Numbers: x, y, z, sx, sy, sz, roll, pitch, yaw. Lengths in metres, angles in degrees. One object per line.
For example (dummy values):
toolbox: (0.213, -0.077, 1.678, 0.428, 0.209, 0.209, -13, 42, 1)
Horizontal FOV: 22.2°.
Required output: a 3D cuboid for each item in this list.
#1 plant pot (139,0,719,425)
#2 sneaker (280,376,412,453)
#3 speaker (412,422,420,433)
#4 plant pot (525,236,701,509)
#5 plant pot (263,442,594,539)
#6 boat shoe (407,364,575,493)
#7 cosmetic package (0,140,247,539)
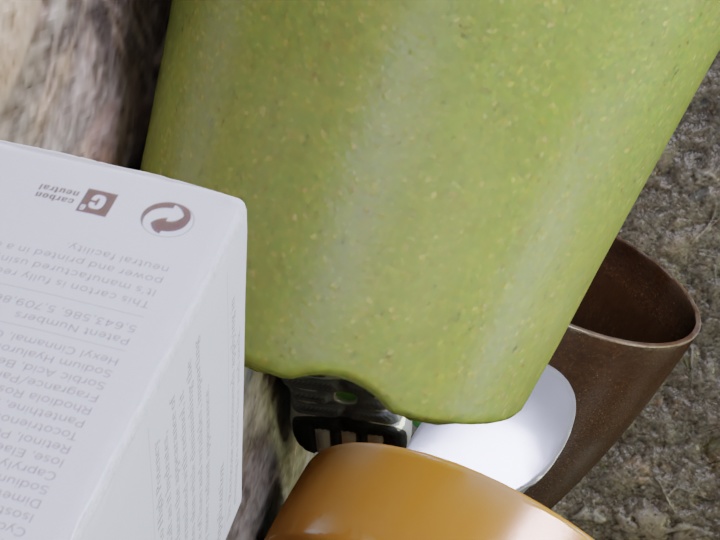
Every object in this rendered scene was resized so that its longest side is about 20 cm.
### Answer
plant pot: (0.019, -0.063, 0.539, 0.200, 0.199, 0.185, -38, 148, -76)
sneaker: (0.000, 0.000, 0.819, 0.200, 0.075, 0.116, 101, -2, -64)
speaker: (0.050, 0.013, 1.054, 0.089, 0.088, 0.201, -70, 167, -44)
plant pot: (0.100, 0.080, 1.230, 0.187, 0.186, 0.201, -58, 172, -66)
plant pot: (0.018, 0.209, 0.813, 0.184, 0.199, 0.201, -58, 161, -26)
boat shoe: (0.043, 0.132, 1.035, 0.200, 0.072, 0.066, -49, 175, -19)
cosmetic package: (-0.084, 0.075, 0.360, 0.200, 0.074, 0.102, -65, 164, -49)
